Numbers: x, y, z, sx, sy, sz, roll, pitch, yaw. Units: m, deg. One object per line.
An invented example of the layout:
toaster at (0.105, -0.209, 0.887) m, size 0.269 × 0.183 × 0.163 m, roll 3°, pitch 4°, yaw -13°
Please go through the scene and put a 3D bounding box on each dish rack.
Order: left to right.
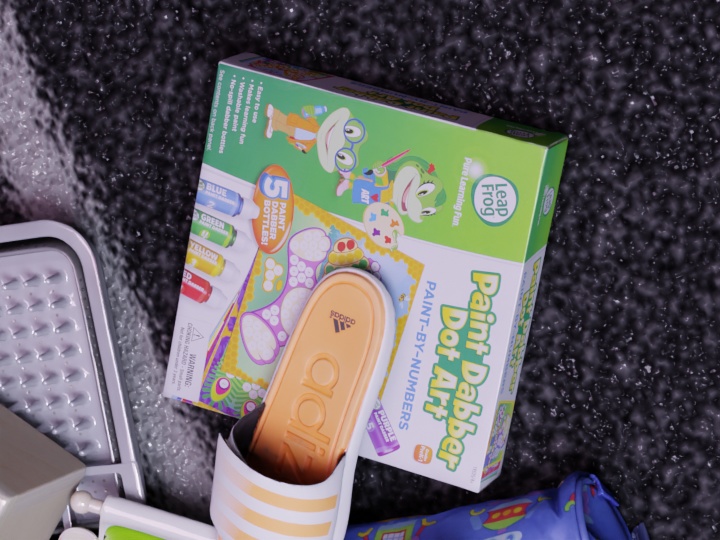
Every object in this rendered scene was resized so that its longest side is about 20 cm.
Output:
dish rack at (-0.207, 0.072, 1.580) m, size 0.171 × 0.044 × 0.201 m, roll -8°, pitch 98°, yaw 24°

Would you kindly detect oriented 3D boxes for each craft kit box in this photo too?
craft kit box at (0.000, 0.000, 1.484) m, size 0.197 × 0.049 × 0.201 m, roll 14°, pitch 106°, yaw 16°

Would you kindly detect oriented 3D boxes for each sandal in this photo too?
sandal at (-0.043, 0.096, 1.451) m, size 0.079 × 0.059 × 0.207 m, roll 20°, pitch 99°, yaw 30°

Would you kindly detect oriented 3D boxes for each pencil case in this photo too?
pencil case at (0.055, 0.164, 1.474) m, size 0.199 × 0.087 × 0.078 m, roll -16°, pitch 137°, yaw 24°

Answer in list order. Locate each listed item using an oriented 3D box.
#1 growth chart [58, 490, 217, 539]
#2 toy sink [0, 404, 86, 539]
growth chart at (-0.109, 0.223, 1.559) m, size 0.144 × 0.018 × 0.201 m, roll 8°, pitch 116°, yaw 13°
toy sink at (-0.269, 0.166, 1.540) m, size 0.130 × 0.112 × 0.200 m, roll 33°, pitch 106°, yaw 14°
